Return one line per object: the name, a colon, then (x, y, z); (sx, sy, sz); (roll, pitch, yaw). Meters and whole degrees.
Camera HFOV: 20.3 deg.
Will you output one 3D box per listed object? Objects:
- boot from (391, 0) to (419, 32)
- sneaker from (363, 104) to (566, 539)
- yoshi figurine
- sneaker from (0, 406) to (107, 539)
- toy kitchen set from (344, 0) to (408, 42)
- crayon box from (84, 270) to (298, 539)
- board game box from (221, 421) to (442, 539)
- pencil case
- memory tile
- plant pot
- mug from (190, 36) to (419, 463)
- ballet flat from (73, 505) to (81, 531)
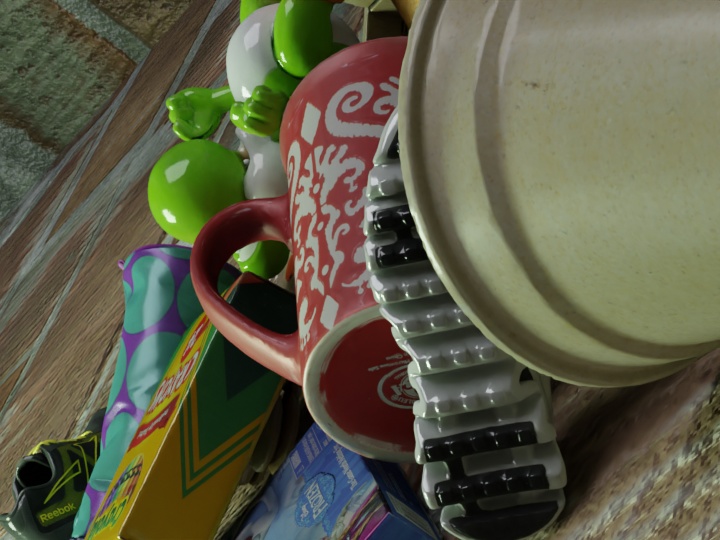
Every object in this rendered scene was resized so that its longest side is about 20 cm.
boot: (0.051, -0.126, 1.137); (0.201, 0.144, 0.071); (-37, 15, 39)
sneaker: (0.048, 0.013, 0.866); (0.075, 0.201, 0.081); (-4, 14, 12)
yoshi figurine: (-0.070, -0.094, 1.146); (0.112, 0.111, 0.201); (-27, -53, -66)
sneaker: (-0.213, 0.150, 1.511); (0.074, 0.085, 0.200); (-46, 16, 21)
toy kitchen set: (0.059, -0.180, 1.192); (0.180, 0.199, 0.164); (144, 134, -61)
crayon box: (-0.101, 0.110, 1.124); (0.201, 0.051, 0.127); (-67, 12, -24)
board game box: (-0.048, 0.177, 1.006); (0.199, 0.043, 0.200); (-53, 13, 3)
pencil case: (-0.125, 0.089, 1.252); (0.092, 0.085, 0.201); (-2, 68, 32)
memory tile: (-0.066, 0.061, 1.260); (0.200, 0.017, 0.154); (152, 129, -69)
plant pot: (0.145, -0.056, 0.717); (0.183, 0.200, 0.201); (-2, 51, 57)
mug: (0.010, 0.004, 1.034); (0.177, 0.133, 0.201); (-42, 30, 27)
ballet flat: (-0.136, 0.127, 1.404); (0.065, 0.071, 0.200); (-12, 36, 25)
